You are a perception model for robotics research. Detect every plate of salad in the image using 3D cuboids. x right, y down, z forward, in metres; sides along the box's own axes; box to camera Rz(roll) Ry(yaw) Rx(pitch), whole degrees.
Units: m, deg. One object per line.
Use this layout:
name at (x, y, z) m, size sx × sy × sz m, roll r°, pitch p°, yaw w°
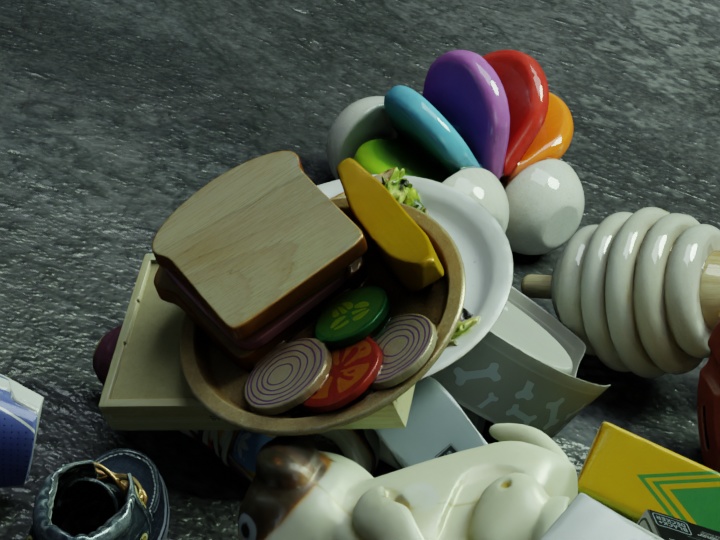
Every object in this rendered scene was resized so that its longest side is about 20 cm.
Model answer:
plate of salad at (0.000, 0.000, 1.635) m, size 0.199 × 0.048 × 0.200 m, roll -6°, pitch 45°, yaw 6°

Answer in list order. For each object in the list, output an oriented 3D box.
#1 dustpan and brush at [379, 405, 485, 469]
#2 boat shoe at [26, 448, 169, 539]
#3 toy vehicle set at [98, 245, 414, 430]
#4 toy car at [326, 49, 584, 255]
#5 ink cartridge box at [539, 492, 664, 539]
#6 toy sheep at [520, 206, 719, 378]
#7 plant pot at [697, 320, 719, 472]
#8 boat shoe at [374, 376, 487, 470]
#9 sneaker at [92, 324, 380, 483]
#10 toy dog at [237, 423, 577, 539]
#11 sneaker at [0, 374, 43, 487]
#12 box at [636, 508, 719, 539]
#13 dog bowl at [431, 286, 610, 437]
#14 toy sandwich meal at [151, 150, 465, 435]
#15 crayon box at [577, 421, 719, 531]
dustpan and brush at (-0.005, 0.069, 1.715) m, size 0.199 × 0.057 × 0.140 m, roll 19°, pitch 28°, yaw 0°
boat shoe at (-0.150, 0.141, 1.471) m, size 0.071 × 0.091 × 0.200 m, roll 19°, pitch 28°, yaw 2°
toy vehicle set at (-0.057, 0.042, 1.569) m, size 0.199 × 0.027 × 0.125 m, roll -1°, pitch 51°, yaw 21°
toy car at (0.085, -0.104, 1.980) m, size 0.200 × 0.150 × 0.175 m, roll -8°, pitch 38°, yaw -39°
ink cartridge box at (0.092, 0.237, 1.301) m, size 0.085 × 0.145 × 0.200 m, roll 32°, pitch 61°, yaw 27°
toy sheep at (0.210, 0.017, 1.836) m, size 0.199 × 0.138 × 0.138 m, roll -4°, pitch 16°, yaw 30°
plant pot at (0.353, 0.097, 1.751) m, size 0.195 × 0.201 × 0.201 m, roll -1°, pitch 33°, yaw -17°
boat shoe at (0.074, 0.155, 1.595) m, size 0.074 × 0.068 × 0.199 m, roll -40°, pitch 72°, yaw -8°
sneaker at (-0.082, 0.089, 1.620) m, size 0.199 × 0.075 × 0.090 m, roll 17°, pitch 23°, yaw 0°
toy dog at (0.025, 0.156, 1.482) m, size 0.199 × 0.140 × 0.194 m, roll 3°, pitch 56°, yaw 8°
sneaker at (-0.295, 0.107, 1.475) m, size 0.199 × 0.081 × 0.115 m, roll 12°, pitch 31°, yaw 4°
box at (0.189, 0.247, 1.448) m, size 0.060 × 0.117 × 0.200 m, roll 19°, pitch 25°, yaw -21°
dog bowl at (0.078, 0.045, 1.744) m, size 0.200 × 0.059 × 0.200 m, roll 33°, pitch 11°, yaw -7°
toy sandwich meal at (-0.033, 0.009, 1.516) m, size 0.205 × 0.070 × 0.206 m, roll -12°, pitch 46°, yaw 13°
crayon box at (0.213, 0.155, 1.636) m, size 0.200 × 0.051 × 0.127 m, roll 24°, pitch -6°, yaw 11°
